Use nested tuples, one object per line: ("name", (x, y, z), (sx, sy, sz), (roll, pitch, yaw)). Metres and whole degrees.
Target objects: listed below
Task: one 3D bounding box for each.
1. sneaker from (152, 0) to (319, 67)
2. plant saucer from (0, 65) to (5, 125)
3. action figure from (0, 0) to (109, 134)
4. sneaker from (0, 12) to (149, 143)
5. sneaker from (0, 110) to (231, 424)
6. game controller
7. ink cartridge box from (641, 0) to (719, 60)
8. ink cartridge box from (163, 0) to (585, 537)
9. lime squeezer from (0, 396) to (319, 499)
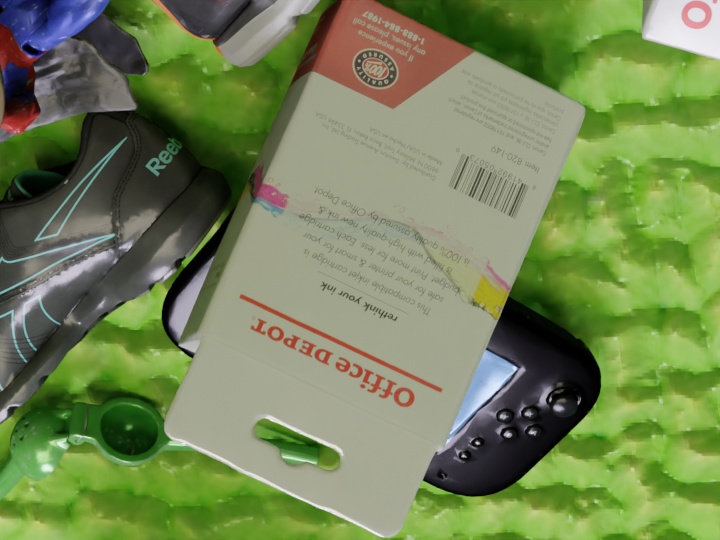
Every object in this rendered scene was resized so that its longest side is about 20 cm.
("sneaker", (-0.037, -0.172, 1.204), (0.112, 0.078, 0.200), (35, 125, -17))
("plant saucer", (-0.224, -0.103, 1.126), (0.199, 0.030, 0.201), (16, 150, 9))
("action figure", (-0.144, -0.101, 1.198), (0.065, 0.099, 0.200), (51, 132, 5))
("sneaker", (-0.199, -0.078, 1.315), (0.199, 0.060, 0.104), (-27, 113, 23))
("sneaker", (-0.147, 0.000, 1.367), (0.079, 0.075, 0.200), (44, 114, -10))
("game controller", (0.010, 0.034, 1.351), (0.199, 0.042, 0.104), (29, 114, -23))
("ink cartridge box", (0.223, -0.142, 1.174), (0.199, 0.084, 0.145), (15, 128, -1))
("ink cartridge box", (0.000, 0.000, 1.258), (0.116, 0.201, 0.067), (26, 171, -9))
("lime squeezer", (-0.123, 0.092, 1.443), (0.199, 0.038, 0.071), (-12, 124, 18))
